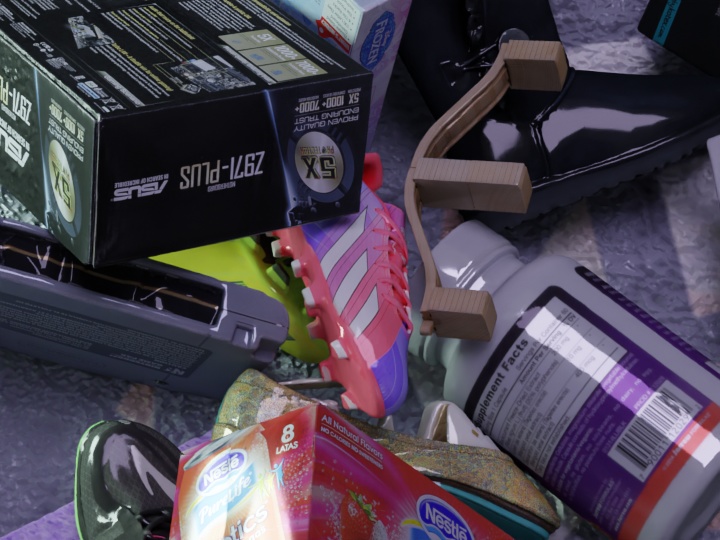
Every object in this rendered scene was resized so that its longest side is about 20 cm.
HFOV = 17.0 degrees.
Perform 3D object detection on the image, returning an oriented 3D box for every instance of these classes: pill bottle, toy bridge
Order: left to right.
[{"bbox_3d":[0.059,-0.046,1.321,0.067,0.027,0.200,5,54,20],"label":"toy bridge"},{"bbox_3d":[0.117,0.062,1.324,0.200,0.112,0.111,38,59,18],"label":"pill bottle"}]

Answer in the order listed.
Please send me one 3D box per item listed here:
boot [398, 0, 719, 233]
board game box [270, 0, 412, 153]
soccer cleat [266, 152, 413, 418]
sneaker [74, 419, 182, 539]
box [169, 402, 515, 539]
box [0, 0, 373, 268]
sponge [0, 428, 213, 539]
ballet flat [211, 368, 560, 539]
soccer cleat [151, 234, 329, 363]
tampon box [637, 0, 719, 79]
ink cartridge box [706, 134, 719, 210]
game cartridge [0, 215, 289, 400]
[{"bbox_3d":[0.120,-0.130,1.432,0.200,0.076,0.168,-22,97,-16],"label":"boot"},{"bbox_3d":[-0.062,-0.152,1.393,0.041,0.200,0.200,-28,64,-29],"label":"board game box"},{"bbox_3d":[0.000,0.000,1.290,0.076,0.067,0.200,-17,39,-7],"label":"soccer cleat"},{"bbox_3d":[-0.093,0.156,1.212,0.077,0.084,0.200,-12,60,-17],"label":"sneaker"},{"bbox_3d":[0.003,0.160,1.185,0.095,0.200,0.100,-23,47,32],"label":"box"},{"bbox_3d":[-0.116,-0.094,1.287,0.163,0.086,0.200,-13,33,-31],"label":"box"},{"bbox_3d":[-0.111,0.162,1.274,0.200,0.030,0.112,-27,64,-23],"label":"sponge"},{"bbox_3d":[0.019,0.095,1.291,0.200,0.071,0.071,14,54,-15],"label":"ballet flat"},{"bbox_3d":[-0.095,-0.006,1.381,0.200,0.084,0.065,39,18,3],"label":"soccer cleat"},{"bbox_3d":[0.301,-0.173,1.469,0.200,0.150,0.126,33,37,14],"label":"tampon box"},{"bbox_3d":[0.307,-0.040,1.361,0.076,0.200,0.137,21,54,-47],"label":"ink cartridge box"},{"bbox_3d":[-0.149,0.020,1.295,0.200,0.133,0.041,17,67,-14],"label":"game cartridge"}]
